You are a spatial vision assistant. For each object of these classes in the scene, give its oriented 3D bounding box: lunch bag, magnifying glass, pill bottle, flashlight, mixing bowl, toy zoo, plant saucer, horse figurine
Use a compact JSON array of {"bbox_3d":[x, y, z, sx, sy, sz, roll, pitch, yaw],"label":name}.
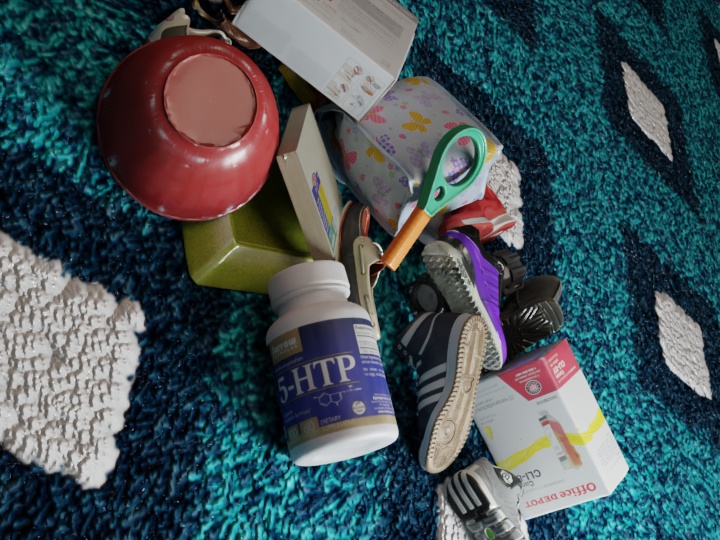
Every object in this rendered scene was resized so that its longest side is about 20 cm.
[{"bbox_3d":[0.056,-0.163,1.324,0.169,0.128,0.200,-25,61,-33],"label":"lunch bag"},{"bbox_3d":[0.089,-0.088,1.221,0.201,0.022,0.080,-54,137,-4],"label":"magnifying glass"},{"bbox_3d":[-0.038,0.099,1.089,0.119,0.119,0.202,7,62,-49],"label":"pill bottle"},{"bbox_3d":[0.151,0.014,1.397,0.068,0.068,0.199,30,35,33],"label":"flashlight"},{"bbox_3d":[-0.165,-0.159,1.029,0.198,0.108,0.202,3,81,-20],"label":"mixing bowl"},{"bbox_3d":[-0.041,-0.251,1.395,0.201,0.020,0.131,53,37,-14],"label":"toy zoo"},{"bbox_3d":[-0.120,-0.075,1.158,0.199,0.048,0.202,10,60,-48],"label":"plant saucer"},{"bbox_3d":[-0.143,-0.344,1.303,0.132,0.050,0.201,36,41,-24],"label":"horse figurine"}]

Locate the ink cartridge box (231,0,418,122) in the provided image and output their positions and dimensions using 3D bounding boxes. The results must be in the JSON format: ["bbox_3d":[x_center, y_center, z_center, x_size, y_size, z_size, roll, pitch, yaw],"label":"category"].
[{"bbox_3d":[-0.037,-0.313,1.266,0.199,0.084,0.176,36,38,-12],"label":"ink cartridge box"}]

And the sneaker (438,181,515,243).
[{"bbox_3d":[0.141,-0.093,1.423,0.116,0.078,0.200,60,24,11],"label":"sneaker"}]

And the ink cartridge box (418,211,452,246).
[{"bbox_3d":[0.108,-0.123,1.481,0.196,0.043,0.201,39,41,-27],"label":"ink cartridge box"}]

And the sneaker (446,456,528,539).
[{"bbox_3d":[0.194,0.326,1.278,0.115,0.075,0.201,-26,89,-57],"label":"sneaker"}]

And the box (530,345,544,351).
[{"bbox_3d":[0.282,0.227,1.479,0.137,0.040,0.201,-29,92,-56],"label":"box"}]

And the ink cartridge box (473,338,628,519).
[{"bbox_3d":[0.247,0.215,1.351,0.083,0.145,0.201,-26,89,-54],"label":"ink cartridge box"}]

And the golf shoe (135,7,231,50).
[{"bbox_3d":[-0.160,-0.220,1.154,0.199,0.088,0.077,23,24,-45],"label":"golf shoe"}]

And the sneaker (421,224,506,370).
[{"bbox_3d":[0.159,0.030,1.309,0.099,0.069,0.202,-39,116,-36],"label":"sneaker"}]

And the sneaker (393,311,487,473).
[{"bbox_3d":[0.088,0.147,1.274,0.070,0.108,0.202,21,83,-46],"label":"sneaker"}]

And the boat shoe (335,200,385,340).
[{"bbox_3d":[0.000,0.000,1.231,0.071,0.062,0.202,69,22,-52],"label":"boat shoe"}]

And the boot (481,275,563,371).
[{"bbox_3d":[0.212,0.069,1.442,0.200,0.180,0.073,-74,142,-75],"label":"boot"}]

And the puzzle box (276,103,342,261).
[{"bbox_3d":[-0.057,-0.107,1.176,0.200,0.025,0.134,-85,159,-67],"label":"puzzle box"}]
